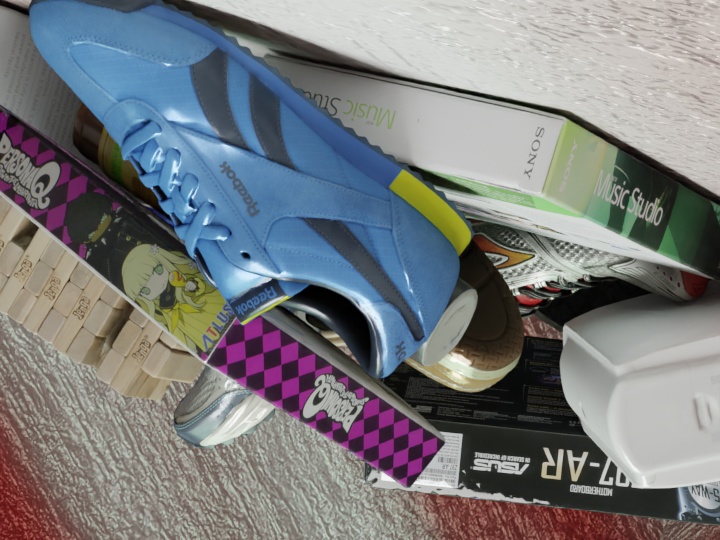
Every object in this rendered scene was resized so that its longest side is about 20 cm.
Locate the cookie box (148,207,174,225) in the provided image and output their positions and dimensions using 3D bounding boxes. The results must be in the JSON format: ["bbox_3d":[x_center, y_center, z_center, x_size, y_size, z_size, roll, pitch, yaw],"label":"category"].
[{"bbox_3d":[-0.088,-0.054,1.221,0.171,0.075,0.200,16,179,-34],"label":"cookie box"}]

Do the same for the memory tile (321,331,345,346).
[{"bbox_3d":[0.027,-0.001,1.241,0.200,0.017,0.153,-22,-162,-27],"label":"memory tile"}]

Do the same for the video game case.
[{"bbox_3d":[-0.069,0.014,0.910,0.181,0.036,0.200,37,179,33],"label":"video game case"}]

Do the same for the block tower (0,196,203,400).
[{"bbox_3d":[-0.174,-0.001,1.070,0.200,0.054,0.058,32,-178,18],"label":"block tower"}]

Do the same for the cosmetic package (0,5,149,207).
[{"bbox_3d":[-0.149,-0.079,0.996,0.200,0.074,0.102,19,178,-42],"label":"cosmetic package"}]

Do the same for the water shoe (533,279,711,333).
[{"bbox_3d":[0.181,0.018,1.160,0.199,0.072,0.079,16,-179,17],"label":"water shoe"}]

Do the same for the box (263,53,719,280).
[{"bbox_3d":[0.062,-0.042,0.851,0.144,0.036,0.200,15,180,31],"label":"box"}]

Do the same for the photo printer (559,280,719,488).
[{"bbox_3d":[0.184,0.045,0.953,0.166,0.070,0.200,-12,-175,-1],"label":"photo printer"}]

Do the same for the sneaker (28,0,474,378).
[{"bbox_3d":[-0.050,-0.033,0.757,0.200,0.079,0.066,35,161,-15],"label":"sneaker"}]

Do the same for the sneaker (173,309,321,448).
[{"bbox_3d":[-0.059,0.005,1.105,0.086,0.200,0.078,29,-169,-21],"label":"sneaker"}]

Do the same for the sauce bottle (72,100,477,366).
[{"bbox_3d":[-0.038,-0.028,0.881,0.200,0.065,0.065,33,-175,20],"label":"sauce bottle"}]

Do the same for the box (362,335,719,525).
[{"bbox_3d":[0.108,0.081,1.094,0.199,0.044,0.160,6,-164,4],"label":"box"}]

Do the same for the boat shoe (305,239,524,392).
[{"bbox_3d":[0.000,0.000,0.953,0.072,0.076,0.200,-13,-134,-38],"label":"boat shoe"}]

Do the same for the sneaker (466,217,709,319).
[{"bbox_3d":[0.088,-0.005,1.001,0.200,0.082,0.078,10,175,43],"label":"sneaker"}]
